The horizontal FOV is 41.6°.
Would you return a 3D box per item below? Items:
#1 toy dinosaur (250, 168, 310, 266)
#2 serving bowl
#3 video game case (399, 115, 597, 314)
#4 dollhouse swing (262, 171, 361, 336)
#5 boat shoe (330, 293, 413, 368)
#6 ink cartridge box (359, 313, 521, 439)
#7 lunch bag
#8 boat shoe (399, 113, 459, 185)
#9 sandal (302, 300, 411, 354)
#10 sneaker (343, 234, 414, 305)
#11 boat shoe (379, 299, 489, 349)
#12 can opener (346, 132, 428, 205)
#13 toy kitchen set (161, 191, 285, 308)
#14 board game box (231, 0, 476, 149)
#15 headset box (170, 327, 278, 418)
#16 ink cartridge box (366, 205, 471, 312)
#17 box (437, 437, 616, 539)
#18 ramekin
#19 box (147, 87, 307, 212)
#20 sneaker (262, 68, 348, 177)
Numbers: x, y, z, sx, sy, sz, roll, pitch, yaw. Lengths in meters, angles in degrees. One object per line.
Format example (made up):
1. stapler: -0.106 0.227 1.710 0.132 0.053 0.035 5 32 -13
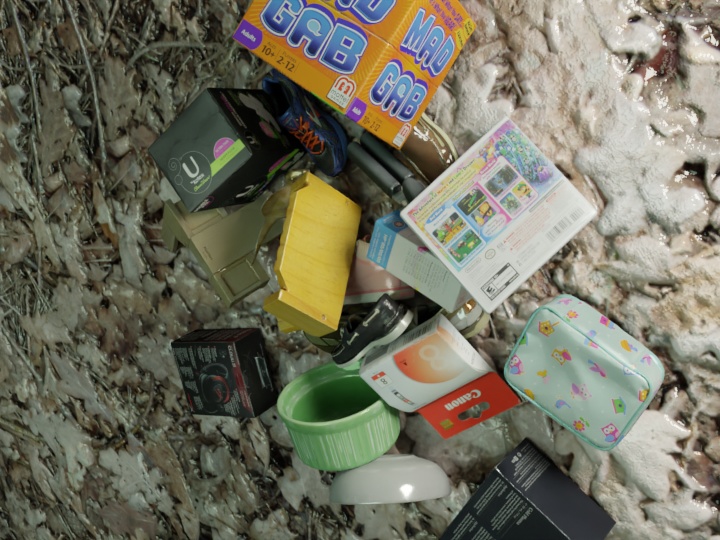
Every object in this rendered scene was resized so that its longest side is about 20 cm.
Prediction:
1. toy dinosaur: -0.128 -0.104 1.530 0.058 0.101 0.201 45 126 19
2. serving bowl: 0.046 0.331 1.522 0.198 0.199 0.067 -9 80 40
3. video game case: 0.183 -0.076 1.272 0.200 0.024 0.182 -42 78 0
4. dollhouse swing: -0.108 -0.015 1.460 0.174 0.181 0.203 -6 64 41
5. boat shoe: 0.004 0.092 1.450 0.060 0.074 0.200 43 145 -9
6. ink cartridge box: 0.118 0.177 1.425 0.161 0.050 0.200 -32 109 32
7. lunch bag: 0.302 0.140 1.309 0.199 0.077 0.162 37 128 21
8. boat shoe: 0.070 -0.191 1.359 0.075 0.075 0.204 -38 83 41
9. sandal: 0.000 0.085 1.540 0.198 0.054 0.081 -19 120 26
10. sneaker: 0.000 0.000 1.497 0.198 0.075 0.106 -7 92 45
11. boat shoe: 0.099 0.084 1.441 0.199 0.075 0.069 -30 110 31
12. can opener: 0.055 -0.138 1.383 0.200 0.052 0.067 45 159 32
13. toy kitchen set: -0.221 -0.047 1.644 0.201 0.162 0.181 56 158 6
14. board game box: -0.003 -0.313 1.242 0.199 0.199 0.201 36 98 21
15. headset box: -0.245 0.189 1.760 0.198 0.075 0.151 -5 105 39
16. ink cartridge box: 0.122 -0.013 1.363 0.199 0.115 0.069 33 126 24
17. box: 0.247 0.396 1.435 0.182 0.104 0.201 43 129 18
18. ramekin: -0.029 0.233 1.533 0.198 0.200 0.099 3 118 37
19. box: -0.200 -0.188 1.470 0.148 0.200 0.125 -39 82 23
20. sneaker: -0.091 -0.229 1.469 0.075 0.078 0.201 -38 83 41
